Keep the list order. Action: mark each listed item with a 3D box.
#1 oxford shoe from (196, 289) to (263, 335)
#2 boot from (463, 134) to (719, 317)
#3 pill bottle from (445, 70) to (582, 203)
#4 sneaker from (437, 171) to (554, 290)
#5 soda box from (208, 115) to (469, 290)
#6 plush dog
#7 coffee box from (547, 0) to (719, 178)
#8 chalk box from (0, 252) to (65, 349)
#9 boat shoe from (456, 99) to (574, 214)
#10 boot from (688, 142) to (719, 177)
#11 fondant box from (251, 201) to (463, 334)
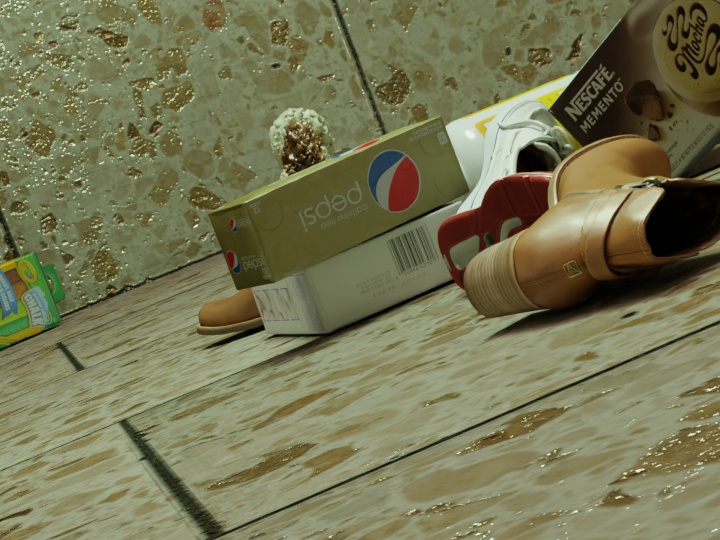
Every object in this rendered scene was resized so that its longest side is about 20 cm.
[{"bbox_3d":[-0.070,0.008,1.938,0.199,0.072,0.071,-21,6,27],"label":"oxford shoe"},{"bbox_3d":[0.169,-0.041,1.298,0.199,0.077,0.155,-29,6,-40],"label":"boot"},{"bbox_3d":[0.135,-0.092,1.876,0.199,0.113,0.113,-23,5,-19],"label":"pill bottle"},{"bbox_3d":[0.144,-0.045,1.504,0.115,0.079,0.200,-25,7,-28],"label":"sneaker"},{"bbox_3d":[-0.016,-0.053,1.678,0.199,0.068,0.064,-25,7,-31],"label":"soda box"},{"bbox_3d":[-0.024,-0.062,2.124,0.161,0.199,0.172,-56,3,-13],"label":"plush dog"},{"bbox_3d":[0.246,-0.156,1.610,0.080,0.113,0.200,-36,-11,-45],"label":"coffee box"},{"bbox_3d":[-0.559,0.051,3.399,0.199,0.126,0.124,-25,5,-27],"label":"chalk box"},{"bbox_3d":[0.138,-0.082,1.681,0.086,0.075,0.202,-27,19,34],"label":"boat shoe"},{"bbox_3d":[0.212,-0.094,1.776,0.199,0.076,0.074,-25,9,-11],"label":"boot"},{"bbox_3d":[0.000,0.000,1.767,0.144,0.059,0.200,-23,4,-16],"label":"fondant box"}]
